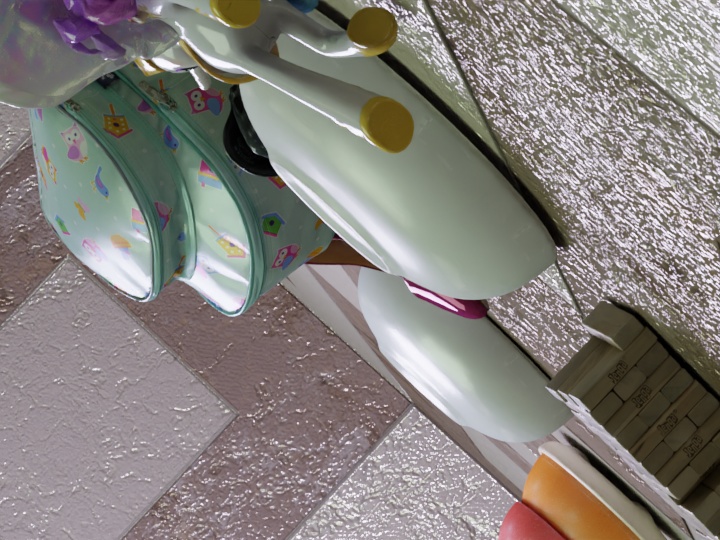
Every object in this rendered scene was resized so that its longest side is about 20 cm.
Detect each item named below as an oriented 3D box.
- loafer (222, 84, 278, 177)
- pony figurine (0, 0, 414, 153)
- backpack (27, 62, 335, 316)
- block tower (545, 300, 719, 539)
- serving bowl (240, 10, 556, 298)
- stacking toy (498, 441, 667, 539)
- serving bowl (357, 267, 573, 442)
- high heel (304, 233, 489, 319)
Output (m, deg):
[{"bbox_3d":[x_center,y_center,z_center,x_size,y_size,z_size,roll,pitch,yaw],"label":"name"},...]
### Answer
[{"bbox_3d":[-0.052,-0.090,1.699,0.068,0.070,0.201,44,176,-5],"label":"loafer"},{"bbox_3d":[-0.086,-0.125,1.290,0.193,0.167,0.200,37,165,-37],"label":"pony figurine"},{"bbox_3d":[-0.115,-0.068,1.891,0.200,0.153,0.176,32,145,24],"label":"backpack"},{"bbox_3d":[0.183,0.105,1.539,0.200,0.058,0.054,46,175,-16],"label":"block tower"},{"bbox_3d":[0.007,-0.051,1.505,0.200,0.066,0.200,43,176,4],"label":"serving bowl"},{"bbox_3d":[0.148,0.255,2.418,0.146,0.200,0.146,43,177,3],"label":"stacking toy"},{"bbox_3d":[0.067,0.064,2.189,0.200,0.066,0.200,43,175,5],"label":"serving bowl"},{"bbox_3d":[0.000,0.000,1.943,0.200,0.096,0.067,40,175,43],"label":"high heel"}]
